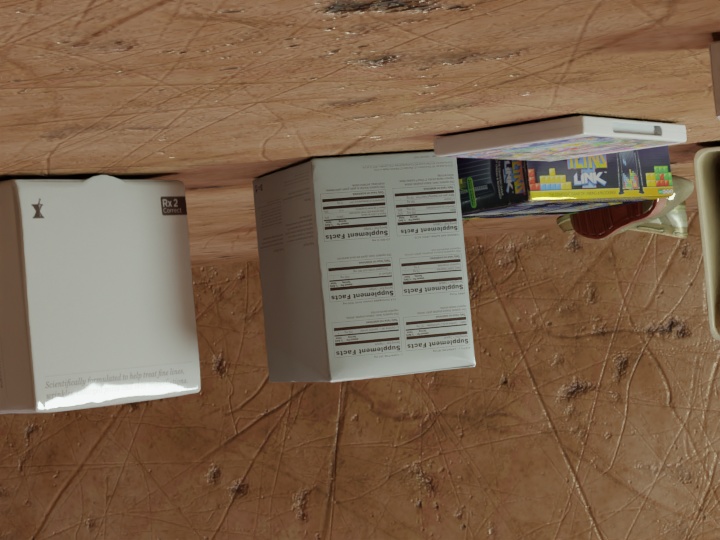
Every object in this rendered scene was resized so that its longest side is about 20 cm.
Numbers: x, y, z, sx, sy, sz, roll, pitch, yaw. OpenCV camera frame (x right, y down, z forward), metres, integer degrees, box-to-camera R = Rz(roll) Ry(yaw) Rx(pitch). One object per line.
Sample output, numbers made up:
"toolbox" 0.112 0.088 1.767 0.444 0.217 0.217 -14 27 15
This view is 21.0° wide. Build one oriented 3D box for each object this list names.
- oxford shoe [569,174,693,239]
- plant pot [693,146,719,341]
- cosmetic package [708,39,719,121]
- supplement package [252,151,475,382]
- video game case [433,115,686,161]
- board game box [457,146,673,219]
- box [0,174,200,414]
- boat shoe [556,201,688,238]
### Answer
"oxford shoe" 0.329 -0.079 2.377 0.074 0.071 0.200 -7 180 -29
"plant pot" 0.456 -0.048 2.036 0.200 0.200 0.177 -6 -171 9
"cosmetic package" 0.315 -0.124 1.173 0.200 0.051 0.083 -6 180 13
"supplement package" 0.000 0.000 1.818 0.147 0.200 0.191 -4 179 -20
"video game case" 0.175 -0.112 1.672 0.143 0.018 0.200 -6 178 34
"board game box" 0.178 -0.087 1.903 0.200 0.057 0.165 -4 176 -39
"box" -0.261 0.022 1.721 0.131 0.200 0.199 -6 178 41
"boat shoe" 0.396 -0.070 2.942 0.200 0.063 0.073 -6 178 19
